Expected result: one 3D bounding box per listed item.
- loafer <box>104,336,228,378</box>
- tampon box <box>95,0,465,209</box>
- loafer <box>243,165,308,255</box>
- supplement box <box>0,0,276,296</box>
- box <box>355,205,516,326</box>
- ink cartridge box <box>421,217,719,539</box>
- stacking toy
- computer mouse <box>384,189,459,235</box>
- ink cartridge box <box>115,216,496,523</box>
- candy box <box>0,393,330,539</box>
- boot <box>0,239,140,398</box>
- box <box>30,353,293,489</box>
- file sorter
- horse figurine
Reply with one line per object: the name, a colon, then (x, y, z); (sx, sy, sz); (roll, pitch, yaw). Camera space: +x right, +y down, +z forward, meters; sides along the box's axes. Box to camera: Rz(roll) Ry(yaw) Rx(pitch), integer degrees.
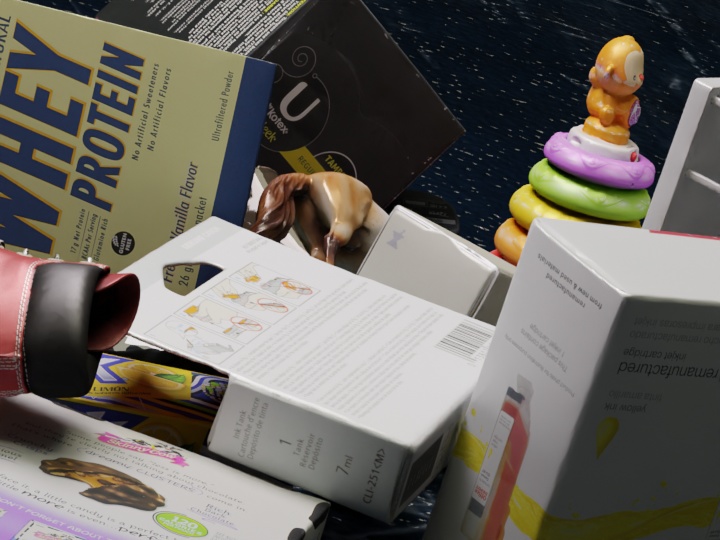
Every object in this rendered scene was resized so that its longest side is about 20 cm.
loafer: (-0.145, 0.042, 1.524); (0.200, 0.068, 0.070); (16, 4, -10)
tampon box: (-0.054, -0.128, 1.944); (0.150, 0.126, 0.200); (48, -2, -32)
loafer: (-0.069, -0.027, 1.795); (0.073, 0.072, 0.200); (-2, 25, -47)
supplement box: (-0.166, -0.063, 1.611); (0.199, 0.135, 0.200); (13, -3, -10)
box: (0.078, 0.034, 1.641); (0.082, 0.069, 0.200); (33, 4, 35)
ink cartridge box: (0.125, 0.087, 1.395); (0.145, 0.201, 0.083); (4, 23, -35)
stacking toy: (0.138, -0.047, 1.832); (0.109, 0.201, 0.116); (24, 17, 25)
computer mouse: (0.030, -0.001, 1.892); (0.058, 0.034, 0.200); (8, 23, 2)
ink cartridge box: (-0.031, 0.042, 1.418); (0.173, 0.044, 0.200); (20, 18, 13)
candy box: (-0.122, 0.128, 1.253); (0.167, 0.072, 0.200); (19, 18, 10)
boot: (-0.173, -0.003, 1.343); (0.143, 0.073, 0.200); (-8, 35, -5)
box: (-0.132, 0.079, 1.401); (0.199, 0.070, 0.064); (12, 19, -15)
file sorter: (0.251, 0.000, 1.794); (0.124, 0.201, 0.138); (29, 21, 33)
horse figurine: (0.000, 0.000, 1.685); (0.200, 0.050, 0.133); (39, 32, -42)
